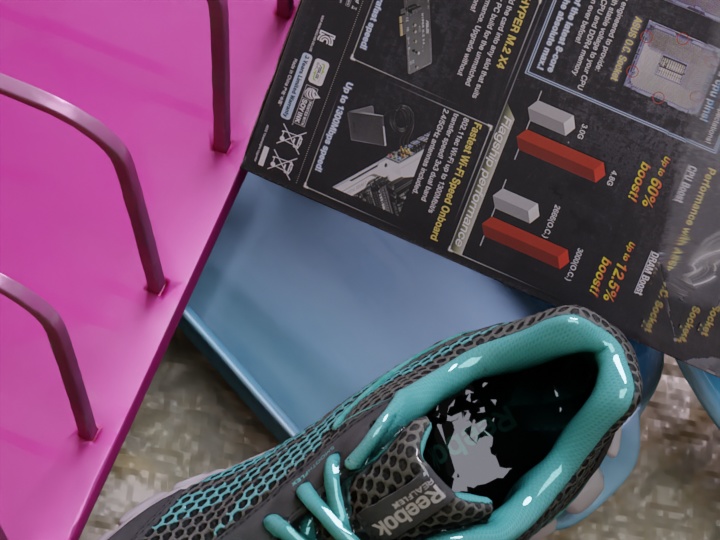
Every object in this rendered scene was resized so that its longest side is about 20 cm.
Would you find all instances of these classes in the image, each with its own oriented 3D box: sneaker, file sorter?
[{"bbox_3d":[-0.006,0.067,0.706,0.200,0.091,0.078,-37,85,-20],"label":"sneaker"},{"bbox_3d":[-0.112,-0.035,0.710,0.138,0.126,0.201,21,71,7],"label":"file sorter"}]

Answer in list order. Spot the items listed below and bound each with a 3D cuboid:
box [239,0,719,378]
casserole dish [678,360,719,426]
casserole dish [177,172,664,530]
[{"bbox_3d":[0.074,-0.091,0.733,0.157,0.201,0.050,23,18,8],"label":"box"},{"bbox_3d":[0.177,0.036,0.797,0.121,0.039,0.200,-38,96,13],"label":"casserole dish"},{"bbox_3d":[0.000,0.000,0.807,0.121,0.039,0.200,-39,81,-27],"label":"casserole dish"}]
